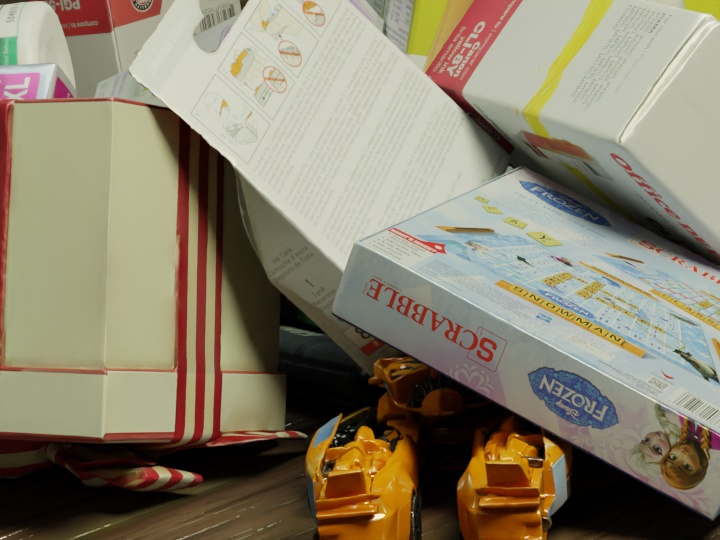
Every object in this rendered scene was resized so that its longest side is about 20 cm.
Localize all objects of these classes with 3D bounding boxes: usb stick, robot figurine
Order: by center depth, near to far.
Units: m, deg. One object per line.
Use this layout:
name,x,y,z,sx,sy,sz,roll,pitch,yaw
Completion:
robot figurine,0.040,0.083,1.159,0.145,0.058,0.200,-4,15,6
usb stick,-0.042,0.047,1.392,0.055,0.033,0.200,-11,13,-37

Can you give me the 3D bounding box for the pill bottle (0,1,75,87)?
pill bottle,-0.287,-0.104,1.597,0.200,0.113,0.113,-6,14,6

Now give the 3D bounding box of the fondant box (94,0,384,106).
fondant box,-0.087,-0.089,1.575,0.200,0.058,0.144,-22,39,29

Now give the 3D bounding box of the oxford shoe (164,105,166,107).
oxford shoe,-0.170,-0.062,1.453,0.200,0.074,0.071,-25,15,17

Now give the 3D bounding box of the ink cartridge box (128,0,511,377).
ink cartridge box,-0.026,-0.065,1.269,0.050,0.200,0.162,-38,17,40

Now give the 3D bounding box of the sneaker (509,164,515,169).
sneaker,0.037,-0.067,1.459,0.073,0.082,0.200,8,8,39

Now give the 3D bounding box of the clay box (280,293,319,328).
clay box,0.000,0.000,1.487,0.115,0.048,0.200,-6,6,-20

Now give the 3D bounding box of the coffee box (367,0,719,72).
coffee box,0.106,-0.138,1.637,0.199,0.198,0.200,7,12,-12

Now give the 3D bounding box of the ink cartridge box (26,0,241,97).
ink cartridge box,-0.149,-0.129,1.801,0.083,0.200,0.147,-1,15,36

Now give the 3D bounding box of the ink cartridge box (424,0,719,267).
ink cartridge box,0.145,-0.074,1.312,0.083,0.145,0.200,-54,29,-6

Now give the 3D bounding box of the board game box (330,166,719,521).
board game box,0.116,0.027,1.185,0.200,0.041,0.199,29,23,19

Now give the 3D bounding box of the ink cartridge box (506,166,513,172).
ink cartridge box,0.096,0.020,1.328,0.099,0.039,0.200,-16,41,-30

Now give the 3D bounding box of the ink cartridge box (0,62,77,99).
ink cartridge box,-0.267,-0.055,1.427,0.200,0.120,0.042,-3,-29,16

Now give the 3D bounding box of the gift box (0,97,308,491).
gift box,-0.131,0.015,1.273,0.184,0.187,0.200,1,-3,35
